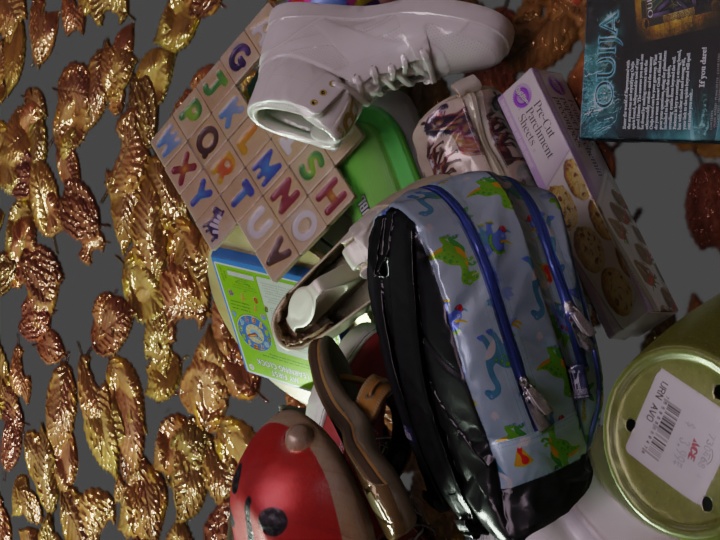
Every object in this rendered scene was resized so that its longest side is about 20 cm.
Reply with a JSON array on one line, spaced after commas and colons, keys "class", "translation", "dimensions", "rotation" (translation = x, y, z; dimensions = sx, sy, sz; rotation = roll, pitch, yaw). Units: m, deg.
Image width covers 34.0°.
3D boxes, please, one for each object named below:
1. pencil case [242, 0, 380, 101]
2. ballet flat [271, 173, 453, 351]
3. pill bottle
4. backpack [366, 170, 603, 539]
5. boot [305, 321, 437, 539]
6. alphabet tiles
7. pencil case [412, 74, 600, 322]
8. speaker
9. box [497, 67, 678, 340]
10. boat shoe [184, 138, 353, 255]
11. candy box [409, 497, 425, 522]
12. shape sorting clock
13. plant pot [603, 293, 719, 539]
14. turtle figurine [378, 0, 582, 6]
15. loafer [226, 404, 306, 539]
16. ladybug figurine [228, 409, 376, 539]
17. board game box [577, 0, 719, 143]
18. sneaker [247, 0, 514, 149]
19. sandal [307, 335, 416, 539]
[{"class": "pencil case", "translation": [-0.037, -0.205, 1.012], "dimensions": [0.089, 0.088, 0.201], "rotation": [54, 127, 33]}, {"class": "ballet flat", "translation": [0.000, 0.000, 0.861], "dimensions": [0.200, 0.069, 0.070], "rotation": [-43, 61, 38]}, {"class": "pill bottle", "translation": [0.136, 0.201, 0.798], "dimensions": [0.200, 0.119, 0.120], "rotation": [-55, 53, 33]}, {"class": "backpack", "translation": [0.073, 0.040, 0.729], "dimensions": [0.201, 0.153, 0.163], "rotation": [60, 171, -7]}, {"class": "boot", "translation": [0.021, 0.151, 0.899], "dimensions": [0.144, 0.072, 0.202], "rotation": [23, 99, 36]}, {"class": "alphabet tiles", "translation": [-0.083, -0.096, 0.965], "dimensions": [0.167, 0.008, 0.201], "rotation": [-45, 58, 20]}, {"class": "pencil case", "translation": [0.103, -0.039, 0.857], "dimensions": [0.090, 0.077, 0.201], "rotation": [121, 132, -58]}, {"class": "speaker", "translation": [0.031, -0.050, 0.936], "dimensions": [0.088, 0.088, 0.201], "rotation": [-39, 63, 42]}, {"class": "box", "translation": [0.157, -0.049, 0.826], "dimensions": [0.041, 0.039, 0.201], "rotation": [-39, 63, 40]}, {"class": "boat shoe", "translation": [-0.061, -0.078, 1.016], "dimensions": [0.202, 0.075, 0.086], "rotation": [37, 85, 24]}, {"class": "candy box", "translation": [-0.002, 0.301, 0.993], "dimensions": [0.168, 0.071, 0.201], "rotation": [55, 128, 32]}, {"class": "shape sorting clock", "translation": [-0.054, 0.043, 1.014], "dimensions": [0.199, 0.039, 0.201], "rotation": [26, 135, 29]}, {"class": "plant pot", "translation": [0.225, 0.081, 0.631], "dimensions": [0.186, 0.199, 0.189], "rotation": [2, 93, 49]}, {"class": "turtle figurine", "translation": [0.077, -0.255, 0.874], "dimensions": [0.161, 0.064, 0.201], "rotation": [-30, 71, 33]}, {"class": "loafer", "translation": [-0.086, 0.205, 1.024], "dimensions": [0.201, 0.069, 0.075], "rotation": [-62, 3, -18]}, {"class": "ladybug figurine", "translation": [-0.043, 0.183, 0.811], "dimensions": [0.136, 0.072, 0.201], "rotation": [39, 145, 44]}, {"class": "board game box", "translation": [0.208, -0.184, 0.772], "dimensions": [0.135, 0.028, 0.202], "rotation": [9, 98, 49]}, {"class": "sneaker", "translation": [0.012, -0.140, 0.885], "dimensions": [0.198, 0.074, 0.116], "rotation": [3, 62, 21]}, {"class": "sandal", "translation": [0.011, 0.106, 0.801], "dimensions": [0.081, 0.054, 0.200], "rotation": [65, 177, -27]}]
